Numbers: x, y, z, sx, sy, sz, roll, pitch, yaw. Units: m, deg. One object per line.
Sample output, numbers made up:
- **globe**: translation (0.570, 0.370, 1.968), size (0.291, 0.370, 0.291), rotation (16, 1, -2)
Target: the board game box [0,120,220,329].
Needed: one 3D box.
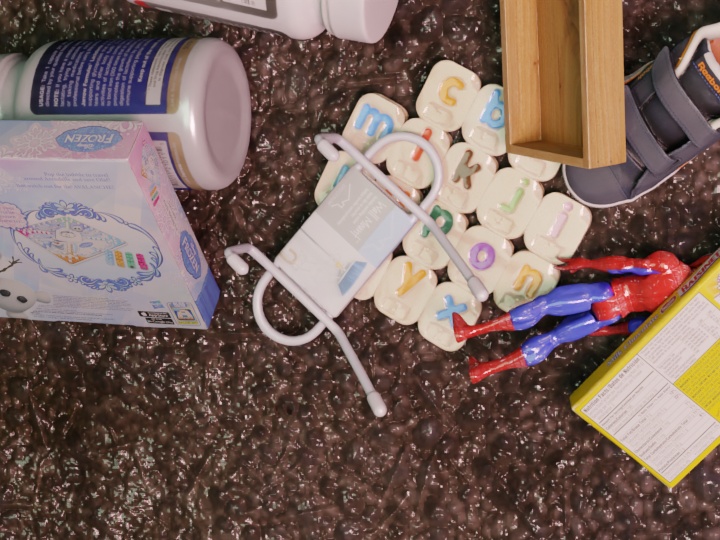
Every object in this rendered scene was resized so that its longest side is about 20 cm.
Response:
- **board game box**: translation (-0.230, -0.034, 1.138), size (0.199, 0.199, 0.043), rotation (3, 53, 17)

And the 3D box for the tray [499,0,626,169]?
- **tray**: translation (0.137, -0.176, 1.017), size (0.099, 0.037, 0.201), rotation (20, 117, 59)

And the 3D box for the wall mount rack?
- **wall mount rack**: translation (0.000, 0.000, 1.101), size (0.174, 0.075, 0.200), rotation (43, 107, 9)

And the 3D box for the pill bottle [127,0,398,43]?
- **pill bottle**: translation (-0.073, -0.234, 1.095), size (0.199, 0.114, 0.114), rotation (14, 100, 15)

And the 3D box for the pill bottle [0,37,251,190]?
- **pill bottle**: translation (-0.194, -0.120, 1.144), size (0.199, 0.116, 0.116), rotation (2, 97, 17)

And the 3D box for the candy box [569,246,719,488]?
- **candy box**: translation (0.252, 0.055, 1.051), size (0.102, 0.026, 0.200), rotation (40, 107, -12)

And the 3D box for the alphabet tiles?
- **alphabet tiles**: translation (0.068, -0.048, 1.122), size (0.200, 0.015, 0.196), rotation (29, 104, 13)

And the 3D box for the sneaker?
- **sneaker**: translation (0.220, -0.116, 1.027), size (0.200, 0.079, 0.079), rotation (-39, 87, 15)

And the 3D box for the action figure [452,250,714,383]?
- **action figure**: translation (0.168, 0.025, 1.075), size (0.199, 0.052, 0.066), rotation (-17, 111, 10)
